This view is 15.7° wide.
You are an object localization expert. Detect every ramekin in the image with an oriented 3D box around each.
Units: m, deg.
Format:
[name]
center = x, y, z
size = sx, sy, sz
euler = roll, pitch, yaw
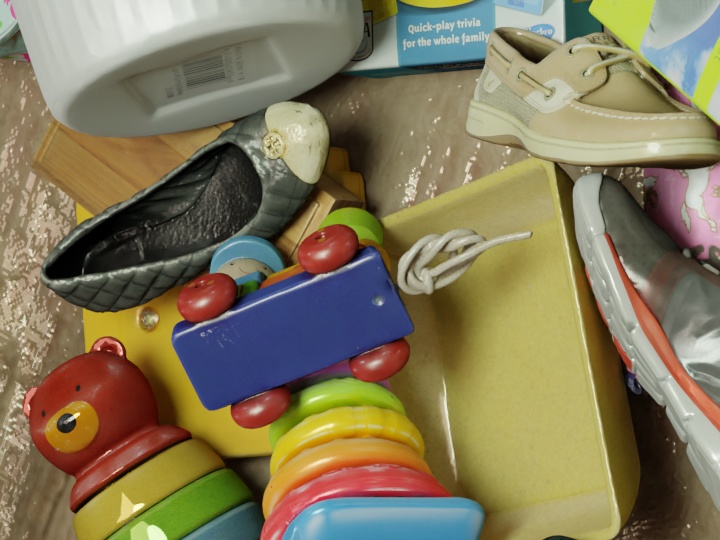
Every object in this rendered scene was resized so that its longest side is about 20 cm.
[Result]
[ramekin]
center = -0.093, -0.147, 1.427
size = 0.200, 0.200, 0.098
euler = -23, 76, 31

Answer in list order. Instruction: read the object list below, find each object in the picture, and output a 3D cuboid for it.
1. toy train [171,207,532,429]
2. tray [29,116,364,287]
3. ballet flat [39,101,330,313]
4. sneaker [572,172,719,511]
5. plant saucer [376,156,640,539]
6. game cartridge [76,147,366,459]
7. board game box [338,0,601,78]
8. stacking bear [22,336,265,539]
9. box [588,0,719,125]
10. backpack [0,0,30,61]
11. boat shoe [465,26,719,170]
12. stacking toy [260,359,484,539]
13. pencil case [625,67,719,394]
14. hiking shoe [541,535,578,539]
[toy train]
center = 0.000, 0.000, 1.407
size = 0.199, 0.116, 0.085
euler = -22, 111, 10
[tray]
center = -0.099, -0.051, 1.532
size = 0.200, 0.037, 0.099
euler = 37, 107, 28
[ballet flat]
center = -0.096, -0.031, 1.475
size = 0.200, 0.057, 0.067
euler = -34, 72, 26
[sneaker]
center = 0.174, 0.031, 1.283
size = 0.082, 0.077, 0.200
euler = -28, 76, -4
[plant saucer]
center = 0.079, 0.054, 1.409
size = 0.200, 0.048, 0.201
euler = -21, 77, 56
[game cartridge]
center = -0.080, 0.025, 1.558
size = 0.199, 0.032, 0.177
euler = -6, 85, 31
[board game box]
center = 0.057, -0.213, 1.458
size = 0.151, 0.047, 0.201
euler = -2, 88, 33
[stacking bear]
center = -0.121, 0.138, 1.510
size = 0.121, 0.114, 0.200
euler = -35, 82, 19
[box]
center = 0.191, -0.131, 1.224
size = 0.122, 0.048, 0.200
euler = -64, 31, 16
[backpack]
center = -0.231, -0.229, 1.598
size = 0.177, 0.150, 0.201
euler = 14, 101, 32
[boat shoe]
center = 0.115, -0.089, 1.321
size = 0.200, 0.072, 0.065
euler = -158, 72, -64
[stacking toy]
center = -0.011, 0.088, 1.434
size = 0.116, 0.109, 0.201
euler = 113, 152, -49
[pencil case]
center = 0.179, -0.035, 1.353
size = 0.086, 0.083, 0.201
euler = 2, 91, 19
[hiking shoe]
center = 0.091, 0.213, 1.367
size = 0.087, 0.074, 0.201
euler = 26, 136, 35
